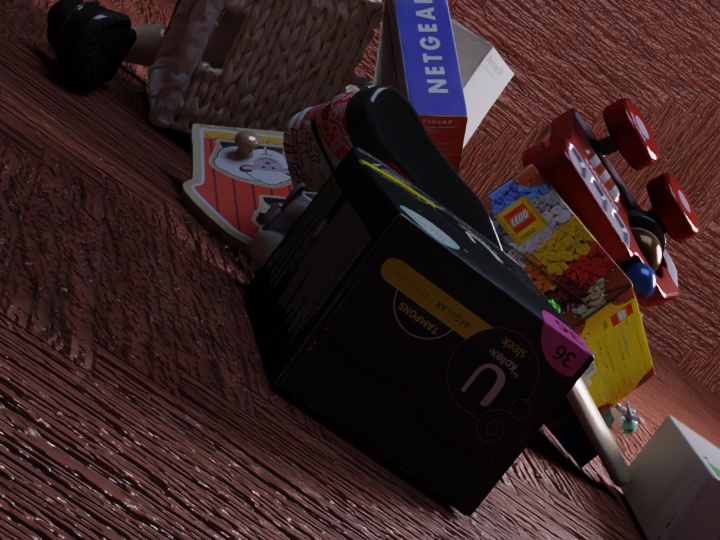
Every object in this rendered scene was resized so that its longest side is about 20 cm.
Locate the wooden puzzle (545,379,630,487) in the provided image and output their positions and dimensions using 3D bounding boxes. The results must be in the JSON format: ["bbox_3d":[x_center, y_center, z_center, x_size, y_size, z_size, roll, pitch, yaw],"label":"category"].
[{"bbox_3d":[0.147,0.085,1.447,0.200,0.046,0.185,52,-3,48],"label":"wooden puzzle"}]

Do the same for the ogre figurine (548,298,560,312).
[{"bbox_3d":[0.051,0.017,1.308,0.199,0.099,0.120,-18,32,-24],"label":"ogre figurine"}]

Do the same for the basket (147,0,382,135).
[{"bbox_3d":[-0.094,-0.221,1.577,0.160,0.199,0.200,23,17,-15],"label":"basket"}]

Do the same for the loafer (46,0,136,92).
[{"bbox_3d":[-0.242,-0.199,1.431,0.071,0.073,0.200,31,0,-5],"label":"loafer"}]

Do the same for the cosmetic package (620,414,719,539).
[{"bbox_3d":[0.291,0.204,1.391,0.107,0.085,0.200,34,9,-6],"label":"cosmetic package"}]

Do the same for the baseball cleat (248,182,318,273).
[{"bbox_3d":[0.020,0.013,1.163,0.200,0.107,0.070,34,14,-26],"label":"baseball cleat"}]

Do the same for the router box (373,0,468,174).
[{"bbox_3d":[0.048,-0.137,1.469,0.049,0.180,0.201,0,48,-7],"label":"router box"}]

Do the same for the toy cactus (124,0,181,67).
[{"bbox_3d":[-0.175,-0.241,1.730,0.164,0.200,0.103,1,49,-6],"label":"toy cactus"}]

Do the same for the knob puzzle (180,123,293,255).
[{"bbox_3d":[-0.038,-0.058,1.278,0.218,0.031,0.220,10,34,-7],"label":"knob puzzle"}]

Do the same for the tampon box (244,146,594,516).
[{"bbox_3d":[0.029,0.030,1.037,0.150,0.126,0.200,35,8,-16],"label":"tampon box"}]

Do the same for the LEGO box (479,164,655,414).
[{"bbox_3d":[0.178,0.023,1.466,0.149,0.077,0.200,54,-3,29],"label":"LEGO box"}]

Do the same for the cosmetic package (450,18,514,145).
[{"bbox_3d":[0.064,-0.157,1.726,0.081,0.200,0.113,37,5,19],"label":"cosmetic package"}]

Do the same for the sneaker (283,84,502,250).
[{"bbox_3d":[0.023,-0.042,1.217,0.108,0.067,0.202,-8,-57,44],"label":"sneaker"}]

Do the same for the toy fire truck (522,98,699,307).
[{"bbox_3d":[0.225,-0.048,1.493,0.200,0.112,0.168,56,22,-16],"label":"toy fire truck"}]

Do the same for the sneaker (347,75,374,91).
[{"bbox_3d":[0.016,-0.094,1.610,0.078,0.091,0.201,-7,50,-19],"label":"sneaker"}]

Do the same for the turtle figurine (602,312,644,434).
[{"bbox_3d":[0.222,0.089,1.657,0.100,0.151,0.200,-2,-5,-1],"label":"turtle figurine"}]
